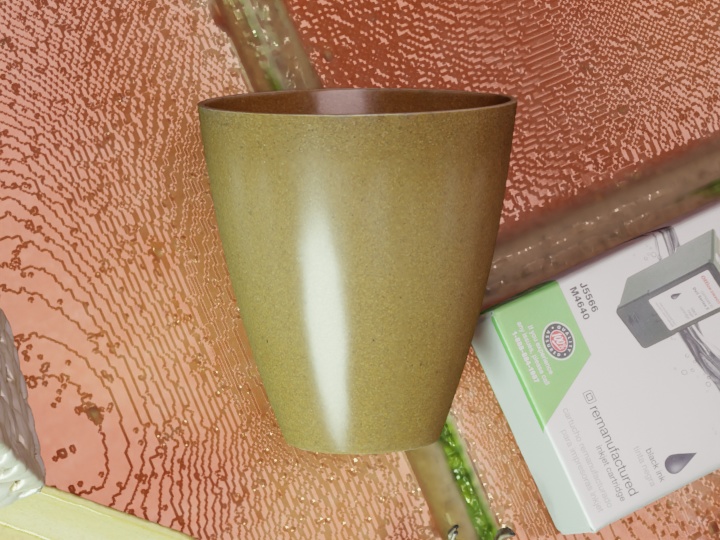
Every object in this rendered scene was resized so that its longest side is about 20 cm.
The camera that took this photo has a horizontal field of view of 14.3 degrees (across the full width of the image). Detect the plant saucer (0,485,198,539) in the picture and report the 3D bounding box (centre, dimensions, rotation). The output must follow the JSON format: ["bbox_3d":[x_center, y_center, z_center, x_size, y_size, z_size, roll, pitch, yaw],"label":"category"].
[{"bbox_3d":[-0.212,0.221,1.658,0.199,0.048,0.201,20,81,-7],"label":"plant saucer"}]

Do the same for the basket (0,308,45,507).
[{"bbox_3d":[-0.286,0.081,1.581,0.199,0.123,0.136,-21,61,8],"label":"basket"}]

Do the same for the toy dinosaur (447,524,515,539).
[{"bbox_3d":[0.087,0.223,1.720,0.101,0.058,0.200,-44,85,3],"label":"toy dinosaur"}]

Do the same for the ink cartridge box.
[{"bbox_3d":[0.185,0.051,1.732,0.199,0.084,0.146,-25,89,-12],"label":"ink cartridge box"}]

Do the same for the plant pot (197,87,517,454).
[{"bbox_3d":[0.000,0.000,1.668,0.185,0.186,0.202,-2,97,-11],"label":"plant pot"}]
